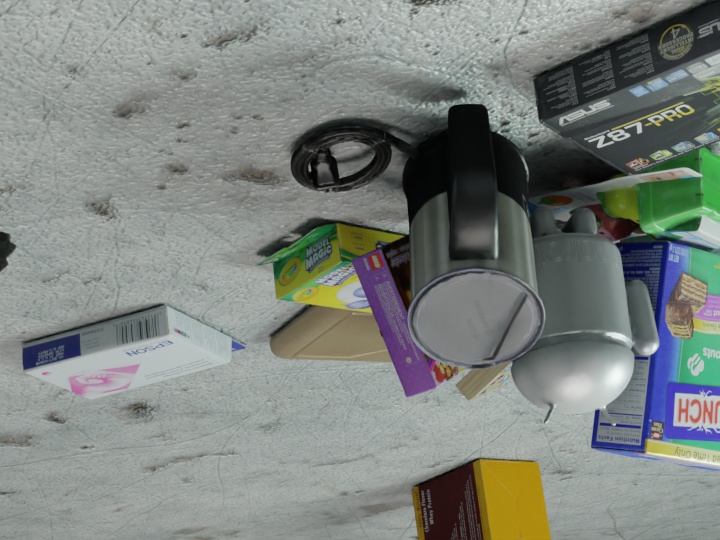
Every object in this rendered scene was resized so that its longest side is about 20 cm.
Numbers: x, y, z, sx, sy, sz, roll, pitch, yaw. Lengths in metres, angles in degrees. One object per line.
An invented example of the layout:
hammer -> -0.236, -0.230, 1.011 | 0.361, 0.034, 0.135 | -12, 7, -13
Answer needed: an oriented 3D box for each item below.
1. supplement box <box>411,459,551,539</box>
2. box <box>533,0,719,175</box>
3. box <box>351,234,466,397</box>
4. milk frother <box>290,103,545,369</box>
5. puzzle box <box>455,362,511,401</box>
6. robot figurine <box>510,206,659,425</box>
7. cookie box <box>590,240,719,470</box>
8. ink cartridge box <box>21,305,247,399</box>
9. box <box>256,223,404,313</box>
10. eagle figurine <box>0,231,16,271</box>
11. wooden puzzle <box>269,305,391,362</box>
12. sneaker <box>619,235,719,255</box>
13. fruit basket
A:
supplement box -> 0.207, 0.444, 2.693 | 0.132, 0.199, 0.200 | 7, 155, -34
box -> 0.270, -0.153, 1.327 | 0.199, 0.049, 0.161 | -20, 153, 32
box -> 0.080, 0.025, 1.509 | 0.039, 0.138, 0.200 | -21, -178, 34
milk frother -> 0.046, -0.033, 1.365 | 0.199, 0.189, 0.181 | -15, 130, 13
puzzle box -> 0.198, 0.066, 1.745 | 0.200, 0.025, 0.133 | -44, 169, 15
robot figurine -> 0.188, 0.044, 1.442 | 0.168, 0.202, 0.113 | -2, 159, -7
cookie box -> 0.316, 0.086, 1.526 | 0.170, 0.202, 0.075 | 13, 171, -36
ink cartridge box -> -0.259, 0.105, 1.850 | 0.195, 0.044, 0.200 | -16, 157, 20
box -> 0.000, 0.000, 1.650 | 0.199, 0.049, 0.117 | 11, 153, -37
eagle figurine -> -0.399, -0.050, 1.275 | 0.199, 0.152, 0.152 | -6, 152, 29
wooden puzzle -> 0.016, 0.069, 1.864 | 0.199, 0.038, 0.185 | 9, 155, -26
sneaker -> 0.326, 0.009, 1.622 | 0.118, 0.201, 0.074 | -21, 120, 22
fruit basket -> 0.270, -0.054, 1.532 | 0.199, 0.095, 0.185 | -18, 158, 35
